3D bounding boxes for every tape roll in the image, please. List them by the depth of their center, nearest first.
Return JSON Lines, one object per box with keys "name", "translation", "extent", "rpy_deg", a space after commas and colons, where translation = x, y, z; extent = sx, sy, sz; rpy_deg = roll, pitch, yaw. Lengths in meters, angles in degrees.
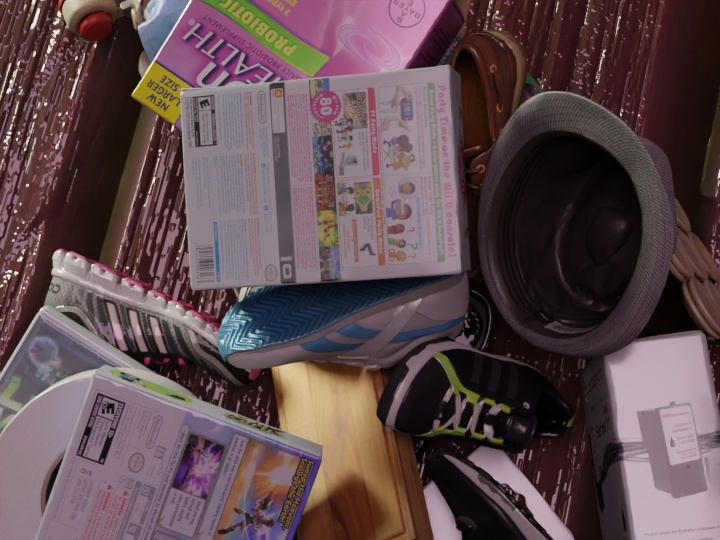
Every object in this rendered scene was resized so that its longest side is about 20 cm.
{"name": "tape roll", "translation": [-0.193, 0.178, 1.039], "extent": [0.201, 0.037, 0.204], "rpy_deg": [0, 95, 0]}

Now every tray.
{"name": "tray", "translation": [-0.011, 0.140, 1.043], "extent": [0.098, 0.037, 0.201], "rpy_deg": [-27, 53, 19]}

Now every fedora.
{"name": "fedora", "translation": [0.174, -0.035, 0.984], "extent": [0.177, 0.090, 0.201], "rpy_deg": [33, 123, 38]}

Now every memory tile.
{"name": "memory tile", "translation": [0.249, -0.032, 1.076], "extent": [0.017, 0.153, 0.201], "rpy_deg": [-34, 74, 22]}

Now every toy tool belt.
{"name": "toy tool belt", "translation": [-0.151, -0.222, 1.146], "extent": [0.199, 0.125, 0.123], "rpy_deg": [-25, 68, -3]}

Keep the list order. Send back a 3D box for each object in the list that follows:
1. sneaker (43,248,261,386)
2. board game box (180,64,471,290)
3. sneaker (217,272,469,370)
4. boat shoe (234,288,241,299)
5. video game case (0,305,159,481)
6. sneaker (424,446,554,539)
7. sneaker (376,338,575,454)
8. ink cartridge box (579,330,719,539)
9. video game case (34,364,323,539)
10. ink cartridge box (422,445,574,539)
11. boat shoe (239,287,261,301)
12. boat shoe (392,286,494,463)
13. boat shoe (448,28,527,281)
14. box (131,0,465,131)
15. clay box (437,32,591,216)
{"name": "sneaker", "translation": [-0.180, 0.060, 1.106], "extent": [0.199, 0.074, 0.088], "rpy_deg": [25, 88, 4]}
{"name": "board game box", "translation": [-0.024, -0.065, 0.966], "extent": [0.199, 0.064, 0.149], "rpy_deg": [-3, 90, 12]}
{"name": "sneaker", "translation": [-0.009, 0.042, 1.012], "extent": [0.199, 0.081, 0.077], "rpy_deg": [-15, 39, -8]}
{"name": "boat shoe", "translation": [-0.047, -0.059, 1.132], "extent": [0.072, 0.063, 0.201], "rpy_deg": [33, 81, 6]}
{"name": "video game case", "translation": [-0.216, 0.157, 1.066], "extent": [0.199, 0.023, 0.182], "rpy_deg": [32, 94, -2]}
{"name": "sneaker", "translation": [0.106, 0.223, 0.987], "extent": [0.088, 0.076, 0.200], "rpy_deg": [-44, 80, -3]}
{"name": "sneaker", "translation": [0.100, 0.101, 1.026], "extent": [0.083, 0.199, 0.072], "rpy_deg": [33, 111, 38]}
{"name": "ink cartridge box", "translation": [0.230, 0.160, 1.028], "extent": [0.082, 0.147, 0.201], "rpy_deg": [-6, 75, 0]}
{"name": "video game case", "translation": [-0.144, 0.196, 0.999], "extent": [0.180, 0.045, 0.201], "rpy_deg": [21, 95, -1]}
{"name": "ink cartridge box", "translation": [0.066, 0.233, 1.056], "extent": [0.200, 0.067, 0.116], "rpy_deg": [-39, 78, -7]}
{"name": "boat shoe", "translation": [0.000, 0.000, 1.090], "extent": [0.199, 0.063, 0.073], "rpy_deg": [-24, 100, -18]}
{"name": "boat shoe", "translation": [0.042, 0.099, 1.093], "extent": [0.073, 0.063, 0.202], "rpy_deg": [33, 81, 7]}
{"name": "boat shoe", "translation": [0.084, -0.088, 1.049], "extent": [0.072, 0.067, 0.202], "rpy_deg": [11, 104, 28]}
{"name": "box", "translation": [-0.047, -0.168, 1.051], "extent": [0.175, 0.097, 0.201], "rpy_deg": [35, 97, 9]}
{"name": "clay box", "translation": [0.115, -0.105, 1.111], "extent": [0.047, 0.115, 0.200], "rpy_deg": [-25, 73, -43]}
